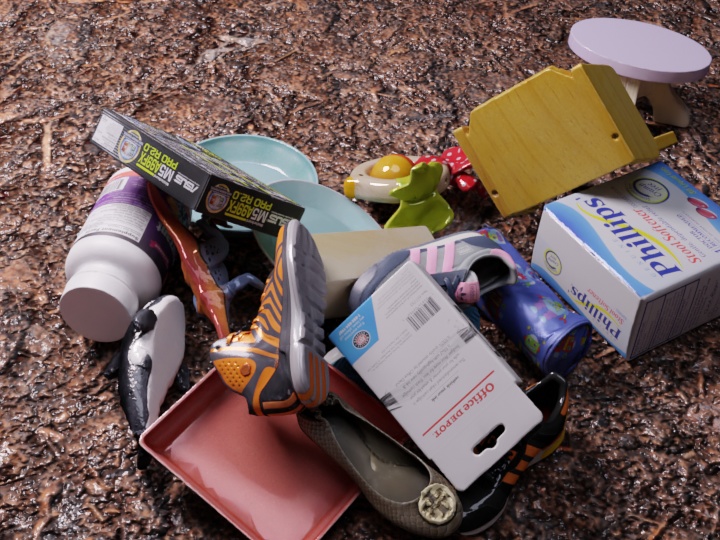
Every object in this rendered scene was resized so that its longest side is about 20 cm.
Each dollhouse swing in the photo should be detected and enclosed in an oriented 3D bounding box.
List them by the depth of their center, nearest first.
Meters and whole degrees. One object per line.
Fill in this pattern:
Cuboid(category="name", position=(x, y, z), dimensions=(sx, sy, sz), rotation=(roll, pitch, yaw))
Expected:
Cuboid(category="dollhouse swing", position=(0.265, -0.176, 1.377), dimensions=(0.183, 0.199, 0.176), rotation=(57, 44, -9))

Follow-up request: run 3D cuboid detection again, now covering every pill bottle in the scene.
Cuboid(category="pill bottle", position=(-0.270, -0.018, 1.264), dimensions=(0.110, 0.112, 0.201), rotation=(9, 43, 5))

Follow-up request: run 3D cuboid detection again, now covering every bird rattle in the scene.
Cuboid(category="bird rattle", position=(0.068, -0.123, 1.409), dimensions=(0.161, 0.114, 0.200), rotation=(9, 34, 22))

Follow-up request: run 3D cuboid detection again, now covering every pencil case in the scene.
Cuboid(category="pencil case", position=(0.184, 0.034, 1.271), dimensions=(0.086, 0.079, 0.200), rotation=(-12, 44, -32))

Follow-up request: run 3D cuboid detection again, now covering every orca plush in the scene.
Cuboid(category="orca plush", position=(-0.233, 0.114, 1.163), dimensions=(0.070, 0.105, 0.202), rotation=(-16, 57, 18))

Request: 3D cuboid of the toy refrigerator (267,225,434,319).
Cuboid(category="toy refrigerator", position=(0.000, 0.000, 1.233), dimensions=(0.199, 0.076, 0.070), rotation=(-6, 56, -43))

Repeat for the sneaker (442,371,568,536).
Cuboid(category="sneaker", position=(0.142, 0.175, 1.104), dimensions=(0.070, 0.091, 0.200), rotation=(31, 49, 27))

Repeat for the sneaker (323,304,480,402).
Cuboid(category="sneaker", position=(0.034, 0.081, 1.219), dimensions=(0.198, 0.077, 0.081), rotation=(-21, 33, -28))

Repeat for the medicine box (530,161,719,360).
Cuboid(category="medicine box", position=(0.339, -0.017, 1.320), dimensions=(0.198, 0.104, 0.182), rotation=(-20, 48, -26))

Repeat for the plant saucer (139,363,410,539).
Cuboid(category="plant saucer", position=(-0.083, 0.172, 1.101), dimensions=(0.199, 0.037, 0.200), rotation=(36, 54, 16))

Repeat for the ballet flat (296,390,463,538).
Cuboid(category="ballet flat", position=(0.016, 0.180, 1.059), dimensions=(0.199, 0.047, 0.067), rotation=(39, 60, 19))

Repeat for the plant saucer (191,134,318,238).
Cuboid(category="plant saucer", position=(-0.153, -0.102, 1.422), dimensions=(0.197, 0.036, 0.201), rotation=(3, 42, -3))

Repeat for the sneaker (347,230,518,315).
Cuboid(category="sneaker", position=(0.082, 0.013, 1.185), dimensions=(0.199, 0.071, 0.082), rotation=(-24, 36, -28))

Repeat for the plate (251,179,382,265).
Cuboid(category="plate", position=(-0.047, -0.031, 1.323), dimensions=(0.198, 0.026, 0.201), rotation=(20, 38, -17))

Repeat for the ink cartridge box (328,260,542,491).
Cuboid(category="ink cartridge box", position=(0.078, 0.104, 1.094), dimensions=(0.116, 0.068, 0.200), rotation=(-42, 77, 7))

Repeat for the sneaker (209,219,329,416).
Cuboid(category="sneaker", position=(-0.095, 0.048, 1.092), dimensions=(0.111, 0.078, 0.202), rotation=(-15, 57, 22))

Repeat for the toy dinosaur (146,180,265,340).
Cuboid(category="toy dinosaur", position=(-0.173, 0.025, 1.206), dimensions=(0.198, 0.105, 0.183), rotation=(26, 35, -21))

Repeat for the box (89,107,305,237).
Cuboid(category="box", position=(-0.180, -0.105, 1.225), dimensions=(0.199, 0.045, 0.160), rotation=(32, 8, 35))

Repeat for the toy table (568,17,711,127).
Cuboid(category="toy table", position=(0.392, -0.278, 1.598), dimensions=(0.198, 0.118, 0.184), rotation=(22, 45, 17))
